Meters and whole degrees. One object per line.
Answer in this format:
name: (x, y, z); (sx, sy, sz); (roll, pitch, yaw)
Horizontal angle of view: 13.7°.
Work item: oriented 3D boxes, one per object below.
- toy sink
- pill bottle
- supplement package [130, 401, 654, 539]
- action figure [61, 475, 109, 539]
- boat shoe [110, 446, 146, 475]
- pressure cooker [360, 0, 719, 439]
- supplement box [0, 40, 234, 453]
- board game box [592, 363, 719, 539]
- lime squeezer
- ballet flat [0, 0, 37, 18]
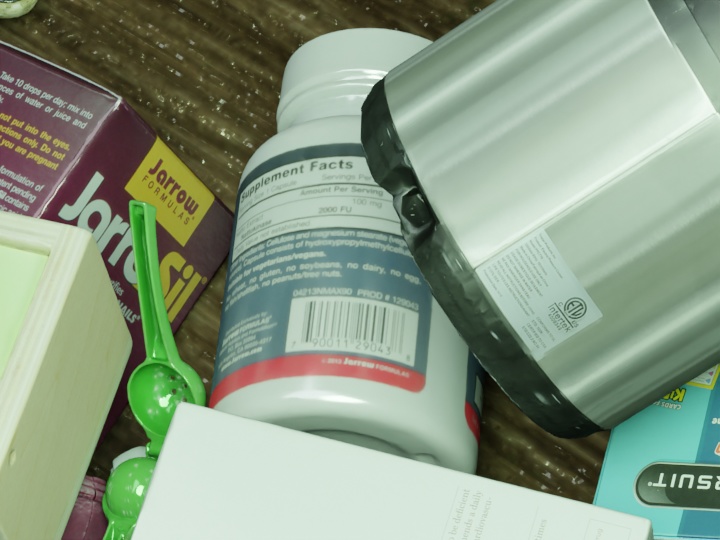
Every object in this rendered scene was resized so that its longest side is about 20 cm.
toy sink: (-0.216, 0.041, 1.263); (0.199, 0.112, 0.131); (12, 62, 14)
pill bottle: (0.000, 0.000, 1.334); (0.119, 0.120, 0.201); (-9, 56, 25)
supplement package: (0.009, 0.147, 1.199); (0.199, 0.117, 0.117); (14, 68, 13)
action figure: (-0.146, 0.147, 1.301); (0.149, 0.134, 0.201); (-2, 77, 49)
boat shoe: (-0.050, 0.155, 1.309); (0.062, 0.072, 0.200); (-26, 59, -5)
pressure cooker: (0.122, -0.047, 1.193); (0.200, 0.176, 0.179); (-33, 53, 13)
supplement box: (-0.168, 0.015, 1.417); (0.103, 0.131, 0.200); (25, 77, 38)
board game box: (0.190, 0.033, 1.248); (0.150, 0.047, 0.201); (1, 62, 31)
lime squeezer: (-0.094, 0.076, 1.282); (0.038, 0.071, 0.201); (11, 83, 13)
ballet flat: (-0.238, -0.188, 1.649); (0.066, 0.057, 0.200); (-31, 49, -27)
